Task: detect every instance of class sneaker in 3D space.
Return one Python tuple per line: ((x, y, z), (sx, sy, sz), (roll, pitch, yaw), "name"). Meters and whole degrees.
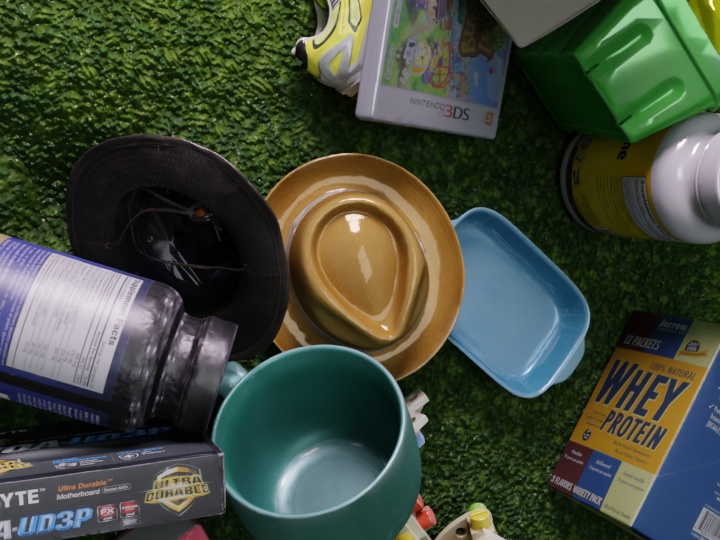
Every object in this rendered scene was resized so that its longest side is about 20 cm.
((0.003, -0.249, 0.784), (0.076, 0.075, 0.201), (18, 83, -17), "sneaker")

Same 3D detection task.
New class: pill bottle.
((0.277, -0.082, 0.836), (0.112, 0.200, 0.113), (-3, 97, -23), "pill bottle")
((-0.196, 0.051, 0.679), (0.199, 0.112, 0.112), (18, 87, -7), "pill bottle")

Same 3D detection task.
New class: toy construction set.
((0.055, 0.210, 0.825), (0.131, 0.092, 0.200), (-30, 94, 12), "toy construction set")

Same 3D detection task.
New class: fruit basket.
((0.262, -0.205, 0.822), (0.216, 0.216, 0.156), (-42, 107, -14), "fruit basket")

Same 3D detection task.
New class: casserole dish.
((0.127, 0.030, 0.873), (0.200, 0.039, 0.121), (41, 79, -19), "casserole dish")

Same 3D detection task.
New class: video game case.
((0.075, -0.217, 0.786), (0.182, 0.022, 0.201), (-2, 104, -50), "video game case")

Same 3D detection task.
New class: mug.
((-0.033, 0.142, 0.744), (0.152, 0.185, 0.115), (-19, 135, -2), "mug")

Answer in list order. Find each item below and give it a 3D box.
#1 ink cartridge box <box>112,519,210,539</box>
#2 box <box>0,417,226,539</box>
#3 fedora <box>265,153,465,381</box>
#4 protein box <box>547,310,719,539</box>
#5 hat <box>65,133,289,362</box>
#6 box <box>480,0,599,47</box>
((-0.152, 0.314, 0.746), (0.146, 0.085, 0.200), (-33, 107, -27), "ink cartridge box")
((-0.212, 0.147, 0.678), (0.199, 0.159, 0.046), (-4, 95, -21), "box")
((0.000, 0.000, 0.773), (0.200, 0.082, 0.201), (0, 90, -6), "fedora")
((0.331, 0.178, 0.914), (0.198, 0.135, 0.200), (32, 82, -21), "protein box")
((-0.132, -0.027, 0.734), (0.201, 0.200, 0.081), (51, 32, -17), "hat")
((0.181, -0.291, 0.739), (0.109, 0.128, 0.200), (48, 62, -12), "box")
